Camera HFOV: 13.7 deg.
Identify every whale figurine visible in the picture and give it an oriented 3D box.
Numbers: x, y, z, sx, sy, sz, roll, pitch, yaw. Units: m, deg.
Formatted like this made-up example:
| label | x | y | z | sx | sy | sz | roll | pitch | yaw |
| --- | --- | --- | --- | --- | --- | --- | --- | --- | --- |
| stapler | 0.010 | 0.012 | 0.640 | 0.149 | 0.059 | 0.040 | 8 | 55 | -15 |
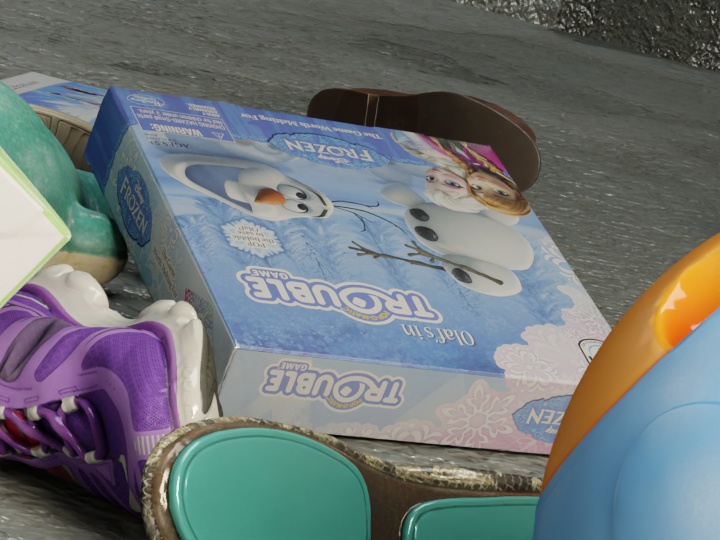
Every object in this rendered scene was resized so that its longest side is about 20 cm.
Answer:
| label | x | y | z | sx | sy | sz | roll | pitch | yaw |
| --- | --- | --- | --- | --- | --- | --- | --- | --- | --- |
| whale figurine | -0.168 | -0.041 | 1.340 | 0.158 | 0.105 | 0.200 | 16 | 10 | 26 |

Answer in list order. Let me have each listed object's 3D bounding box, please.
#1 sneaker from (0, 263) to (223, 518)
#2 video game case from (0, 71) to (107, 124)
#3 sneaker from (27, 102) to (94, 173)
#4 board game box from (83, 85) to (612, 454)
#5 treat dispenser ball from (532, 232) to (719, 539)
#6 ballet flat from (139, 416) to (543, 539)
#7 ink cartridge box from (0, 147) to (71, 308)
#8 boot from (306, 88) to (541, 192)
| label | x | y | z | sx | sy | sz | roll | pitch | yaw |
| --- | --- | --- | --- | --- | --- | --- | --- | --- | --- |
| sneaker | -0.105 | 0.052 | 1.043 | 0.083 | 0.081 | 0.200 | -12 | 12 | -26 |
| video game case | -0.126 | -0.067 | 1.717 | 0.199 | 0.046 | 0.181 | 13 | 11 | 8 |
| sneaker | -0.206 | -0.061 | 1.489 | 0.199 | 0.075 | 0.106 | 9 | 12 | -13 |
| board game box | 0.000 | 0.000 | 1.301 | 0.199 | 0.044 | 0.199 | 7 | 33 | -28 |
| treat dispenser ball | 0.142 | 0.076 | 0.751 | 0.199 | 0.202 | 0.201 | 11 | 10 | -2 |
| ballet flat | -0.006 | 0.089 | 0.954 | 0.199 | 0.068 | 0.075 | 11 | -14 | -39 |
| ink cartridge box | -0.185 | -0.016 | 1.104 | 0.067 | 0.117 | 0.200 | 46 | -2 | -21 |
| boot | 0.084 | -0.090 | 2.083 | 0.185 | 0.065 | 0.200 | 20 | 8 | 29 |
